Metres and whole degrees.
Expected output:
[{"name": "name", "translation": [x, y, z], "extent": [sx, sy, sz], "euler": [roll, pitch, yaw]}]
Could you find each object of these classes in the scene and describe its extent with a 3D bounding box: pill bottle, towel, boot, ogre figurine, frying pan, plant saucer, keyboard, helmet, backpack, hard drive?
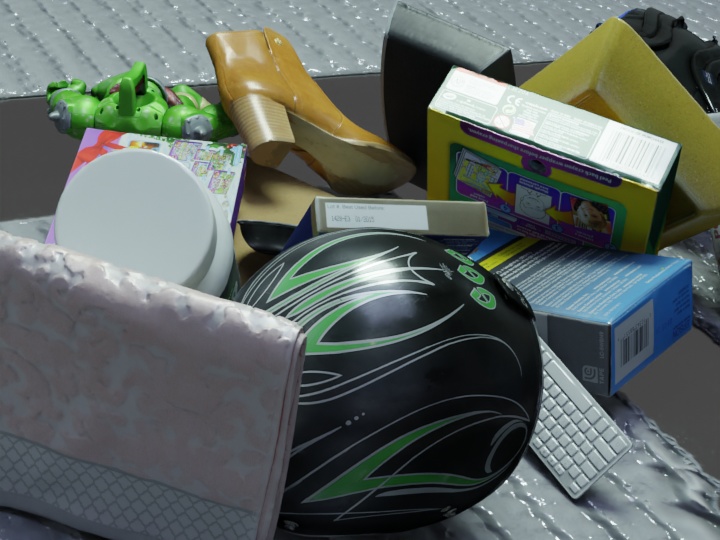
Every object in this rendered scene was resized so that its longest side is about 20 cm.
[{"name": "pill bottle", "translation": [-0.137, -0.004, 0.915], "extent": [0.113, 0.114, 0.200], "euler": [12, -14, 1]}, {"name": "towel", "translation": [-0.136, 0.083, 0.808], "extent": [0.199, 0.192, 0.032], "euler": [16, 32, 10]}, {"name": "boot", "translation": [-0.043, -0.150, 1.275], "extent": [0.201, 0.071, 0.145], "euler": [11, 49, -41]}, {"name": "ogre figurine", "translation": [-0.198, -0.142, 1.261], "extent": [0.199, 0.098, 0.120], "euler": [25, 19, 0]}, {"name": "frying pan", "translation": [-0.022, -0.022, 1.065], "extent": [0.114, 0.031, 0.190], "euler": [10, -2, -31]}, {"name": "plant saucer", "translation": [0.223, -0.096, 1.201], "extent": [0.200, 0.200, 0.048], "euler": [48, 67, -4]}, {"name": "keyboard", "translation": [0.115, 0.074, 1.015], "extent": [0.011, 0.056, 0.200], "euler": [23, 24, -54]}, {"name": "helmet", "translation": [-0.003, 0.070, 0.882], "extent": [0.190, 0.201, 0.200], "euler": [5, 29, -33]}, {"name": "backpack", "translation": [0.274, -0.164, 1.380], "extent": [0.162, 0.168, 0.200], "euler": [37, 38, 6]}, {"name": "hard drive", "translation": [0.077, -0.137, 1.260], "extent": [0.135, 0.200, 0.042], "euler": [28, 59, 26]}]

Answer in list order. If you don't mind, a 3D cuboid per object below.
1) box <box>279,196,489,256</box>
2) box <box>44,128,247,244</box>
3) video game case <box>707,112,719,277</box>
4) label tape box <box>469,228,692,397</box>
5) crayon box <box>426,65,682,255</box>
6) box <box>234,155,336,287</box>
[{"name": "box", "translation": [0.000, 0.000, 1.009], "extent": [0.121, 0.200, 0.033], "euler": [1, 68, -18]}, {"name": "box", "translation": [-0.168, -0.033, 1.098], "extent": [0.136, 0.039, 0.200], "euler": [7, 42, 0]}, {"name": "video game case", "translation": [0.388, -0.059, 1.267], "extent": [0.199, 0.183, 0.023], "euler": [-10, -2, -33]}, {"name": "label tape box", "translation": [0.142, 0.027, 1.110], "extent": [0.199, 0.064, 0.144], "euler": [10, 25, 36]}, {"name": "crayon box", "translation": [0.156, -0.066, 1.175], "extent": [0.199, 0.173, 0.058], "euler": [22, 60, 17]}, {"name": "box", "translation": [-0.096, -0.035, 1.186], "extent": [0.163, 0.021, 0.200], "euler": [26, 33, 22]}]
